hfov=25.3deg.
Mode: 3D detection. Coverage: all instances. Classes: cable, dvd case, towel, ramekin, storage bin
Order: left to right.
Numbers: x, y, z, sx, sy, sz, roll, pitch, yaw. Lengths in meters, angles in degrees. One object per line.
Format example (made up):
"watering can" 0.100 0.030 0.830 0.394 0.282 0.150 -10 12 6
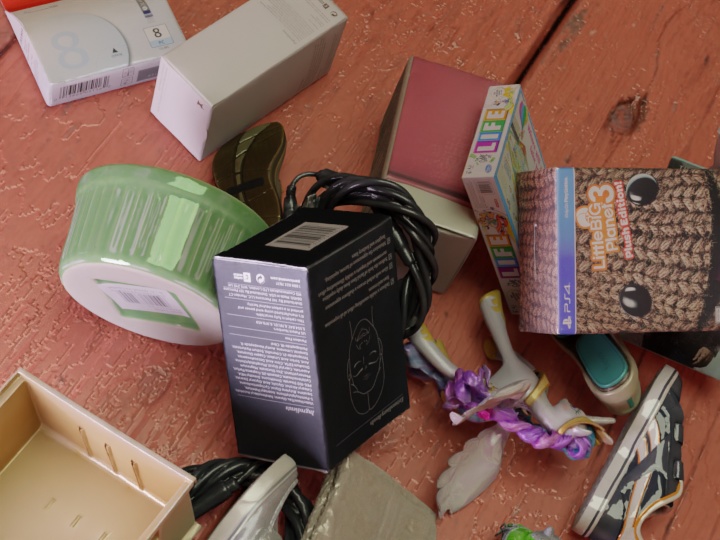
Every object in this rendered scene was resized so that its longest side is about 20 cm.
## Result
"storage bin" -0.276 0.225 1.390 0.200 0.094 0.199 29 62 19
"ramekin" -0.188 -0.008 1.517 0.200 0.200 0.098 19 66 -4
"cable" -0.128 0.255 1.470 0.163 0.051 0.200 26 61 6
"towel" -0.003 0.274 1.469 0.133 0.034 0.200 41 49 -21
"cable" 0.000 0.000 1.574 0.163 0.200 0.051 7 19 19
"dvd case" 0.353 0.000 1.657 0.146 0.200 0.022 24 14 16

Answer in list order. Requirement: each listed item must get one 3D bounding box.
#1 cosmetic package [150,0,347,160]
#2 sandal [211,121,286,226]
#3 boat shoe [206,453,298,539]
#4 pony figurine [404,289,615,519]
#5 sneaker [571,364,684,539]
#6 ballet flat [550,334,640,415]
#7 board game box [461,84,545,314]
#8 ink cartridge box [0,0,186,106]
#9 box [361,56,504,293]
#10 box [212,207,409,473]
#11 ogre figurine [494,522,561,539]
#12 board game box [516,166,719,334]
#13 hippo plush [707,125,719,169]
"cosmetic package" -0.118 -0.218 1.698 0.200 0.108 0.085 -36 76 -30
"sandal" -0.107 -0.079 1.645 0.080 0.054 0.200 -15 42 7
"boat shoe" -0.104 0.255 1.404 0.071 0.070 0.201 37 65 0
"pony figurine" 0.128 0.126 1.567 0.193 0.167 0.200 -20 54 -32
"sneaker" 0.288 0.193 1.601 0.079 0.078 0.200 29 70 7
"ballet flat" 0.240 0.072 1.655 0.069 0.070 0.200 -1 41 -16
"board game box" 0.159 -0.070 1.636 0.034 0.200 0.135 -1 46 23
"ink cartridge box" -0.295 -0.285 1.720 0.160 0.047 0.200 -19 71 -23
"box" 0.070 -0.099 1.670 0.109 0.128 0.200 16 60 -6
"box" -0.042 0.060 1.482 0.107 0.200 0.148 6 22 31
"ogre figurine" 0.158 0.317 1.473 0.098 0.120 0.200 24 58 -1
"board game box" 0.263 -0.020 1.564 0.200 0.097 0.160 -1 90 -17
"hippo plush" 0.419 -0.092 1.720 0.159 0.161 0.200 -5 47 -38
